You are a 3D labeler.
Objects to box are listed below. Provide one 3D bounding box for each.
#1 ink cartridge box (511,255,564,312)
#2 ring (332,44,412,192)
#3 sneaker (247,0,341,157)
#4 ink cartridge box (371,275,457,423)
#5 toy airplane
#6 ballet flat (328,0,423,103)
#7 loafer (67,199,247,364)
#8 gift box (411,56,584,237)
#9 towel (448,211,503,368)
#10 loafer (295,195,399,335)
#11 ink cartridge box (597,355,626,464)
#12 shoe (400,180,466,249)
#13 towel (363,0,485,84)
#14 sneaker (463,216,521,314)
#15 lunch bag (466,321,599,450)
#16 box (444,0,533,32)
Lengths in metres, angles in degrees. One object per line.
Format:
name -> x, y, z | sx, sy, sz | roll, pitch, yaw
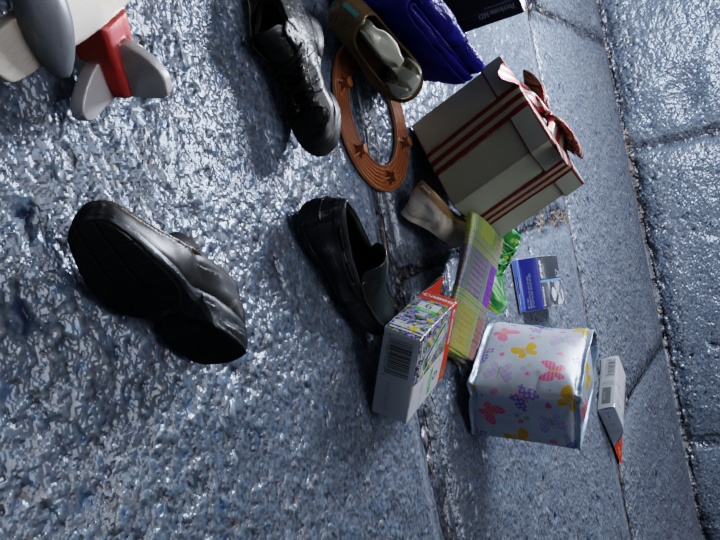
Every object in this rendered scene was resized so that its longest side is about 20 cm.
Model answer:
ink cartridge box -> 0.340, 0.024, 1.589 | 0.199, 0.039, 0.101 | -7, 87, -61
ring -> 0.021, -0.204, 1.096 | 0.200, 0.019, 0.204 | 33, 52, -54
sneaker -> -0.078, -0.225, 0.880 | 0.104, 0.059, 0.203 | 17, 61, -60
ink cartridge box -> 0.079, 0.090, 1.025 | 0.200, 0.050, 0.111 | -35, 138, -59
toy airplane -> -0.184, -0.209, 0.586 | 0.198, 0.139, 0.204 | 12, 70, -61
ballet flat -> 0.035, -0.262, 1.037 | 0.068, 0.072, 0.200 | -49, 138, 0
loafer -> -0.154, 0.001, 0.654 | 0.201, 0.072, 0.073 | 57, 25, -52
gift box -> 0.204, -0.174, 1.194 | 0.199, 0.186, 0.186 | 26, 34, -60
towel -> 0.155, 0.031, 1.186 | 0.143, 0.022, 0.203 | 32, 71, -60
loafer -> 0.000, 0.000, 0.929 | 0.202, 0.069, 0.069 | 58, 36, -36
ink cartridge box -> 0.613, 0.331, 1.980 | 0.201, 0.056, 0.164 | 56, 35, -28
shoe -> 0.114, -0.069, 1.193 | 0.054, 0.070, 0.200 | -52, 149, 5
towel -> 0.060, -0.306, 1.080 | 0.200, 0.146, 0.050 | 34, 71, -53
sneaker -> 0.212, -0.033, 1.321 | 0.074, 0.082, 0.204 | 12, 71, -60
lunch bag -> 0.261, 0.156, 1.241 | 0.201, 0.167, 0.129 | -61, 149, -50
box -> 0.120, -0.428, 1.168 | 0.104, 0.197, 0.184 | -51, 125, -55
